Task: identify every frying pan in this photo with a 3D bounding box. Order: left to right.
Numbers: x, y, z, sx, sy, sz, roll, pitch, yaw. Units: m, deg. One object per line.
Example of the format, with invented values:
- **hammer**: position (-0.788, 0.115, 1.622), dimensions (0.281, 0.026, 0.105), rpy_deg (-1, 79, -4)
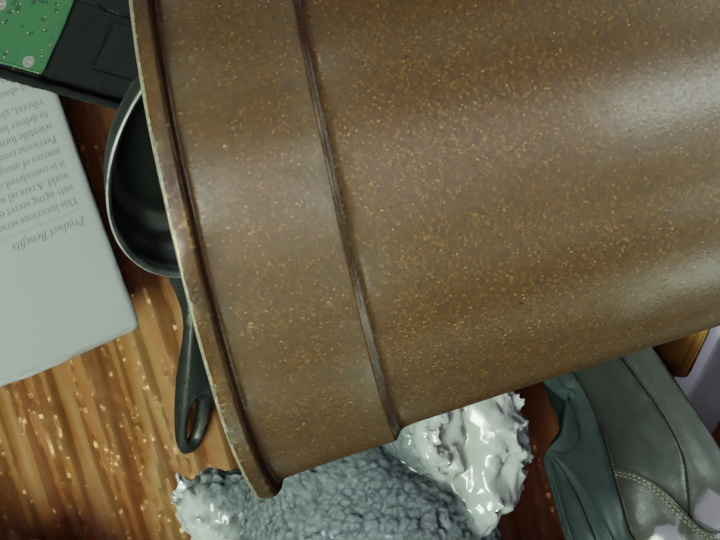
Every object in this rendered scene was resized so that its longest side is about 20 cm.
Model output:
- **frying pan**: position (-0.051, -0.025, 0.920), dimensions (0.031, 0.115, 0.191), rpy_deg (36, 151, 36)

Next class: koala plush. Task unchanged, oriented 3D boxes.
- **koala plush**: position (0.019, 0.141, 0.861), dimensions (0.177, 0.184, 0.201), rpy_deg (-30, 89, 29)

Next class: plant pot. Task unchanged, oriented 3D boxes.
- **plant pot**: position (0.041, -0.043, 0.753), dimensions (0.197, 0.200, 0.202), rpy_deg (-11, 99, 3)

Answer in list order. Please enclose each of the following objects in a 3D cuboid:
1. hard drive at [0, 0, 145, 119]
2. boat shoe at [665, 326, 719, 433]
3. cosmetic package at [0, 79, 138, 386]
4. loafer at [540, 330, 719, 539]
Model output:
- **hard drive**: position (-0.108, -0.137, 0.847), dimensions (0.038, 0.199, 0.140), rpy_deg (38, 109, 43)
- **boat shoe**: position (0.135, -0.016, 0.889), dimensions (0.066, 0.070, 0.201), rpy_deg (32, 109, 28)
- **cosmetic package**: position (-0.174, -0.052, 0.899), dimensions (0.071, 0.101, 0.201), rpy_deg (-10, 101, 53)
- **loafer**: position (0.097, 0.027, 0.842), dimensions (0.072, 0.073, 0.201), rpy_deg (-23, 67, 15)
